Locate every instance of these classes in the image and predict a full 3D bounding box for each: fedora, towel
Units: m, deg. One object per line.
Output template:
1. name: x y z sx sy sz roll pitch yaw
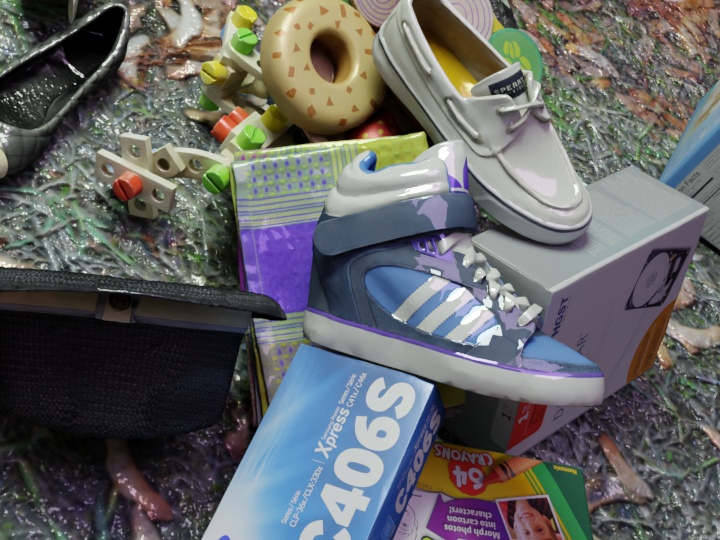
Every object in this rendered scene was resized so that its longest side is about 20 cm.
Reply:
1. fedora: -0.147 0.052 0.722 0.200 0.201 0.092 7 86 -26
2. towel: -0.009 0.011 0.805 0.143 0.023 0.200 -6 86 -3

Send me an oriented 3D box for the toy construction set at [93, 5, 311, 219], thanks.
1. toy construction set: -0.096 -0.105 0.881 0.131 0.092 0.200 40 51 -1

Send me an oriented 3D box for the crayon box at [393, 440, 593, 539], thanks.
1. crayon box: 0.059 0.200 0.770 0.200 0.058 0.173 13 51 -22

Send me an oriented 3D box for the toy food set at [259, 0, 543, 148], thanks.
1. toy food set: 0.033 -0.152 0.880 0.200 0.049 0.198 40 68 -15

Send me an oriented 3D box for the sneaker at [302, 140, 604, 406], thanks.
1. sneaker: 0.066 -0.005 0.745 0.200 0.147 0.081 14 1 15

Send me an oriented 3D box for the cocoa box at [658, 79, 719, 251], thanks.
1. cocoa box: 0.391 -0.121 1.162 0.131 0.133 0.200 37 46 0

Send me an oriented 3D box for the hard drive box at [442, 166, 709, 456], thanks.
1. hard drive box: 0.151 0.029 0.880 0.200 0.156 0.077 -24 46 -40

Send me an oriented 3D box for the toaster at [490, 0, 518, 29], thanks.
1. toaster: 0.046 -0.179 1.012 0.200 0.119 0.181 9 53 -24

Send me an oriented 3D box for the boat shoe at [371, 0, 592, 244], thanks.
1. boat shoe: 0.089 -0.107 0.802 0.071 0.070 0.200 -31 77 -32

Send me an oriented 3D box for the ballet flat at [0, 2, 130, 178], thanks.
1. ballet flat: -0.230 -0.132 0.855 0.066 0.057 0.200 33 46 -4

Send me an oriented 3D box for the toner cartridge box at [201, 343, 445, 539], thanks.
1. toner cartridge box: -0.031 0.146 0.704 0.095 0.043 0.200 13 60 23

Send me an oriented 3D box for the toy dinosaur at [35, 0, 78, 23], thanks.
1. toy dinosaur: -0.222 -0.239 0.928 0.102 0.077 0.200 -10 56 7
